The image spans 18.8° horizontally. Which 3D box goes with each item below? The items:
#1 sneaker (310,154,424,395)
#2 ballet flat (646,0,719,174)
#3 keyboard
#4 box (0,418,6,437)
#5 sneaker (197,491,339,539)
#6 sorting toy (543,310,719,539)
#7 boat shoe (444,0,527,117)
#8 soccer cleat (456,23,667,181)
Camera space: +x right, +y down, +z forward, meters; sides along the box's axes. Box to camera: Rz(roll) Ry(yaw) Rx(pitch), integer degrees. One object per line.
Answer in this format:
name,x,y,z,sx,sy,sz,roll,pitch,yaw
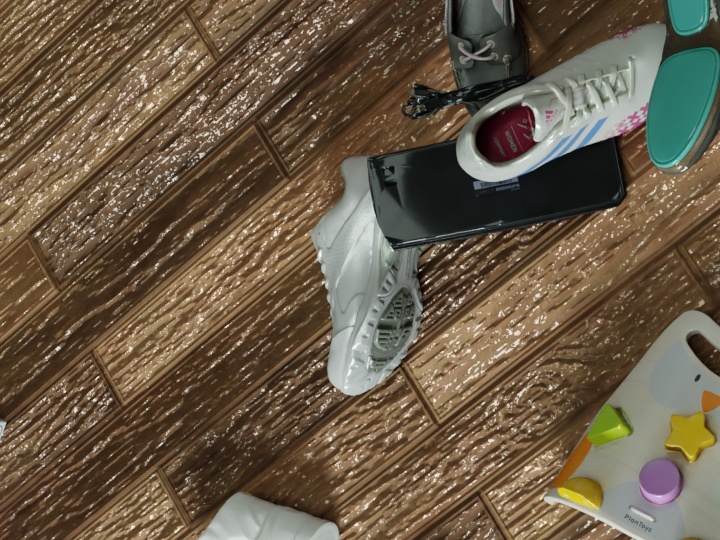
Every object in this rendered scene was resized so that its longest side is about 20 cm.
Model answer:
sneaker,0.000,0.000,1.775,0.099,0.078,0.202,12,84,34
ballet flat,0.260,-0.164,1.628,0.068,0.068,0.202,-4,75,45
keyboard,0.102,-0.094,1.709,0.198,0.021,0.128,-11,87,4
box,-0.412,0.206,1.987,0.116,0.060,0.202,24,100,27
sneaker,-0.100,0.287,1.815,0.115,0.074,0.202,18,87,29
sorting toy,0.253,0.129,1.629,0.199,0.107,0.181,26,81,26
boat shoe,0.093,-0.214,1.735,0.066,0.057,0.202,-4,86,28
soccer cleat,0.164,-0.126,1.651,0.199,0.086,0.070,-29,85,3
